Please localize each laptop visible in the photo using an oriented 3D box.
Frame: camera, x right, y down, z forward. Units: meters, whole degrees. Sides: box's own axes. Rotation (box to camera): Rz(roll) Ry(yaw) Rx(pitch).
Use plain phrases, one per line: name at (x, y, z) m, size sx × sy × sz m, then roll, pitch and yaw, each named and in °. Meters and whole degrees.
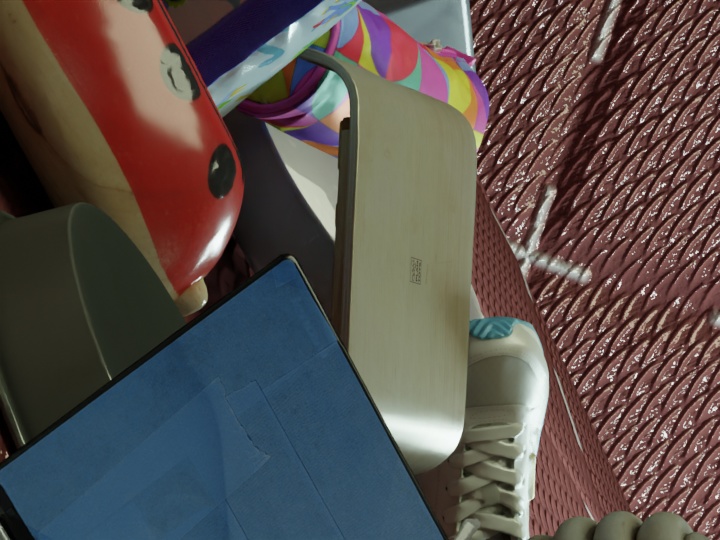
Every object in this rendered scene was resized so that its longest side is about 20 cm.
laptop at (-0.027, 0.128, 0.777) m, size 0.188 × 0.115 × 0.200 m, roll 61°, pitch 7°, yaw -17°

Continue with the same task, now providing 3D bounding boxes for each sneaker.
sneaker at (0.065, 0.107, 1.453) m, size 0.081 × 0.076 × 0.201 m, roll -105°, pitch -165°, yaw -46°

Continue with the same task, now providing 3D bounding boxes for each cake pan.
cake pan at (-0.077, 0.062, 0.973) m, size 0.201 × 0.037 × 0.200 m, roll 63°, pitch 7°, yaw -14°

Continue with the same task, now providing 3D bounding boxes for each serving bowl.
serving bowl at (-0.018, -0.017, 1.494) m, size 0.200 × 0.066 × 0.200 m, roll 47°, pitch 17°, yaw -19°

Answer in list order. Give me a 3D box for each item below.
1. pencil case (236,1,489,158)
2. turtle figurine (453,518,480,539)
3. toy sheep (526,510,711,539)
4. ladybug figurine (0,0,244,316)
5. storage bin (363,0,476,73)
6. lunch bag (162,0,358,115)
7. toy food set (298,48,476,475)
pencil case at (-0.004, -0.100, 1.441) m, size 0.200 × 0.088 × 0.089 m, roll 20°, pitch 43°, yaw -63°
turtle figurine at (0.067, 0.178, 1.214) m, size 0.144 × 0.201 × 0.194 m, roll 30°, pitch 1°, yaw 18°
toy sheep at (0.134, 0.188, 1.408) m, size 0.138 × 0.199 × 0.139 m, roll -21°, pitch 90°, yaw -77°
ladybug figurine at (-0.104, -0.077, 1.084) m, size 0.201 × 0.072 × 0.136 m, roll 62°, pitch 1°, yaw -2°
storage bin at (-0.007, -0.152, 1.676) m, size 0.200 × 0.134 × 0.146 m, roll 81°, pitch -9°, yaw -61°
lunch bag at (-0.058, -0.145, 1.231) m, size 0.127 × 0.170 × 0.200 m, roll 43°, pitch 19°, yaw -26°
toy food set at (0.000, 0.000, 1.340) m, size 0.143 × 0.060 × 0.201 m, roll 16°, pitch 75°, yaw -64°
